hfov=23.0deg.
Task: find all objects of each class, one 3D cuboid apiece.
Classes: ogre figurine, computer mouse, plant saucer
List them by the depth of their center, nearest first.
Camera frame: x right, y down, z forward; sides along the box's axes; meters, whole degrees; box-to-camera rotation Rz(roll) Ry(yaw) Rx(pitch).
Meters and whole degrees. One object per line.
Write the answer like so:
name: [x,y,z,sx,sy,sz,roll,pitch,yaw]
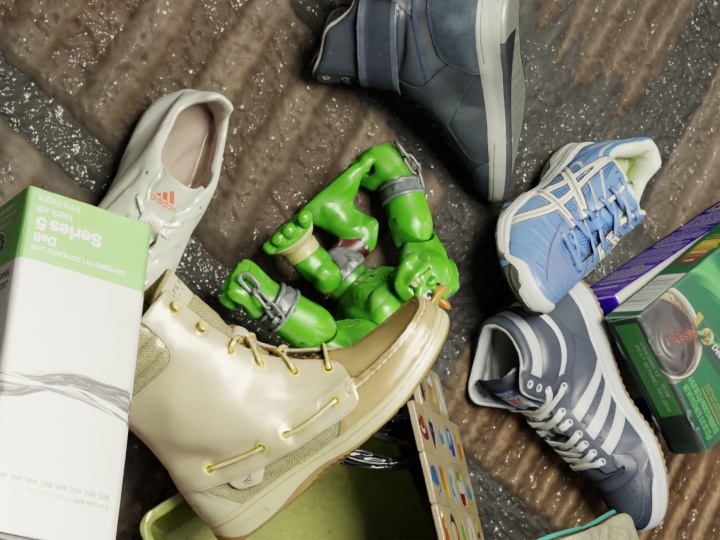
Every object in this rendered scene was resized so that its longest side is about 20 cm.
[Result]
computer mouse: [-0.053,0.084,1.157,0.200,0.034,0.059,25,59,0]
plant saucer: [-0.040,0.204,1.180,0.200,0.048,0.200,-31,101,-34]
ogre figurine: [0.000,0.000,1.210,0.120,0.098,0.200,50,27,-5]

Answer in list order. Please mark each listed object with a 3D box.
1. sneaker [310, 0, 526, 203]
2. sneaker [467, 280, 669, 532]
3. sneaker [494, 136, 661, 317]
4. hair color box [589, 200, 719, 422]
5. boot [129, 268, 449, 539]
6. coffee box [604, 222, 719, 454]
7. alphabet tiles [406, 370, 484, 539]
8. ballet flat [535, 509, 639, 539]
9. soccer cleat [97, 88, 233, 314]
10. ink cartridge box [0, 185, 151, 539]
sneaker: [0.043,-0.131,1.269,0.203,0.146,0.077,79,19,-48]
sneaker: [0.150,0.112,1.306,0.108,0.070,0.201,-20,88,-39]
sneaker: [0.160,-0.042,1.300,0.076,0.077,0.200,56,41,-22]
hair color box: [0.267,0.027,1.403,0.200,0.065,0.110,-30,100,-31]
boot: [-0.060,0.051,1.086,0.200,0.073,0.155,-42,101,5]
coffee box: [0.284,0.035,1.348,0.200,0.044,0.123,-34,103,-32]
alphabet tiles: [0.063,0.160,1.181,0.166,0.006,0.201,37,39,-74]
ballet flat: [0.153,0.210,1.227,0.062,0.067,0.200,55,29,17]
soccer cleat: [-0.137,-0.028,1.127,0.069,0.077,0.201,28,69,-28]
ink cartridge box: [-0.198,0.074,1.011,0.084,0.145,0.201,19,62,-31]
